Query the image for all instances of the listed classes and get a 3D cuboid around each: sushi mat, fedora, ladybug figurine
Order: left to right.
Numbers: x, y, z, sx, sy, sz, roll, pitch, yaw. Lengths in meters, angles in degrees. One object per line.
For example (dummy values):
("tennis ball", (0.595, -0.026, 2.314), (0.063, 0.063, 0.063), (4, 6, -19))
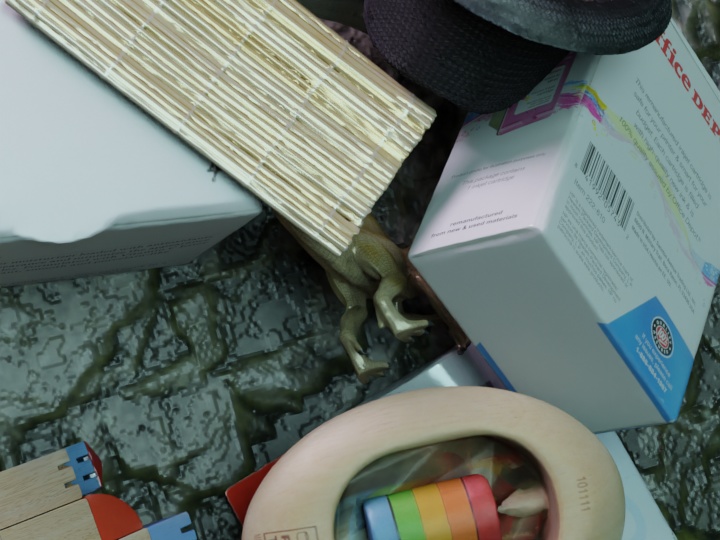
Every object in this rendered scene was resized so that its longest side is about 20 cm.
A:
("sushi mat", (-0.063, -0.100, 1.035), (0.200, 0.012, 0.096), (37, 68, -11))
("ladybug figurine", (0.032, 0.128, 1.102), (0.199, 0.072, 0.137), (-8, 87, -8))
("fedora", (0.058, -0.143, 1.088), (0.200, 0.092, 0.201), (23, 31, -15))

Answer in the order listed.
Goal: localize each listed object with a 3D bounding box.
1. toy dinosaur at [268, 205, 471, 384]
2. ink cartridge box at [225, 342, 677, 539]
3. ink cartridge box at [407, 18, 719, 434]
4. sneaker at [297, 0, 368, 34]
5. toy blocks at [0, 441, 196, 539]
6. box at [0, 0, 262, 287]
("toy dinosaur", (0.000, 0.000, 1.126), (0.200, 0.058, 0.102), (14, 47, -53))
("ink cartridge box", (0.052, 0.132, 1.153), (0.199, 0.047, 0.161), (-29, 90, -25))
("ink cartridge box", (0.121, -0.036, 1.141), (0.145, 0.084, 0.201), (52, 44, -30))
("sneaker", (-0.012, -0.195, 1.153), (0.199, 0.076, 0.112), (13, 70, -48))
("toy blocks", (-0.133, 0.162, 1.057), (0.136, 0.100, 0.201), (-19, 87, -39))
("box", (-0.172, -0.099, 1.069), (0.198, 0.131, 0.201), (-7, 82, -23))
